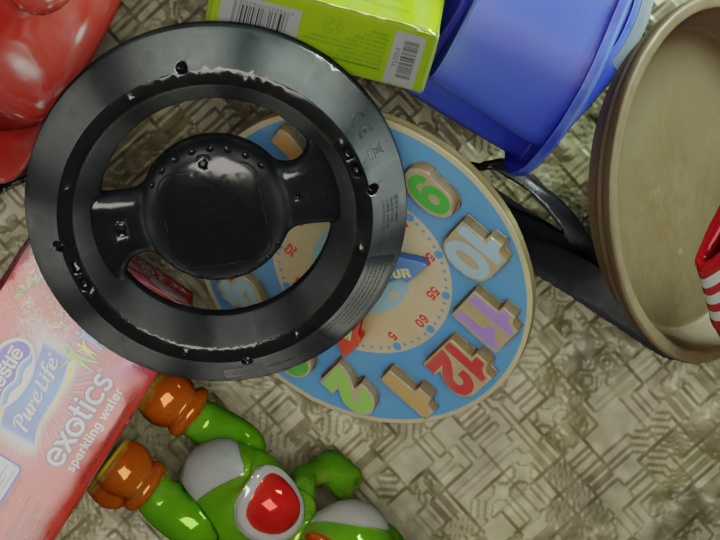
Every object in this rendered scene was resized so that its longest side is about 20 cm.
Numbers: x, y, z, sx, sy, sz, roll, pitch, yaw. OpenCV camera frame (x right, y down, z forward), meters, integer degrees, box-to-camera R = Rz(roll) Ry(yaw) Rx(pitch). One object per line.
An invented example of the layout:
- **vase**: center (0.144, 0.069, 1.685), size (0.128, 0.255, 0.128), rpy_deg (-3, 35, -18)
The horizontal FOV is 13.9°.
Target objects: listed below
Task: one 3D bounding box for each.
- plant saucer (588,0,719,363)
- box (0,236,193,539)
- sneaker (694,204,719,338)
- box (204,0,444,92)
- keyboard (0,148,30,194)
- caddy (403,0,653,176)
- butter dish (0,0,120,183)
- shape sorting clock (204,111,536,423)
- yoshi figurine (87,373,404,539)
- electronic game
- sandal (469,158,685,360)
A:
- **plant saucer**: center (0.181, -0.050, 1.607), size (0.029, 0.200, 0.201), rpy_deg (5, 97, 38)
- **box**: center (-0.183, 0.074, 1.628), size (0.100, 0.095, 0.200), rpy_deg (31, 93, -7)
- **sneaker**: center (0.273, -0.021, 1.578), size (0.200, 0.078, 0.116), rpy_deg (-28, 118, 0)
- **box**: center (-0.008, -0.186, 1.582), size (0.122, 0.200, 0.048), rpy_deg (15, 132, -2)
- **keyboard**: center (-0.256, -0.053, 1.651), size (0.127, 0.021, 0.200), rpy_deg (37, 94, 1)
- **caddy**: center (0.106, -0.151, 1.587), size (0.105, 0.141, 0.200), rpy_deg (24, 85, -11)
- **butter dish**: center (-0.195, -0.160, 1.542), size (0.200, 0.148, 0.200), rpy_deg (29, 81, -33)
- **shape sorting clock**: center (0.000, 0.000, 1.612), size (0.199, 0.039, 0.200), rpy_deg (11, 127, 15)
- **yoshi figurine**: center (-0.047, 0.142, 1.648), size (0.200, 0.112, 0.113), rpy_deg (32, 119, 1)
- **electronic game**: center (-0.075, -0.034, 1.539), size (0.199, 0.042, 0.201), rpy_deg (0, 113, 0)
- **sandal**: center (0.108, -0.023, 1.644), size (0.200, 0.076, 0.043), rpy_deg (31, 105, -16)
